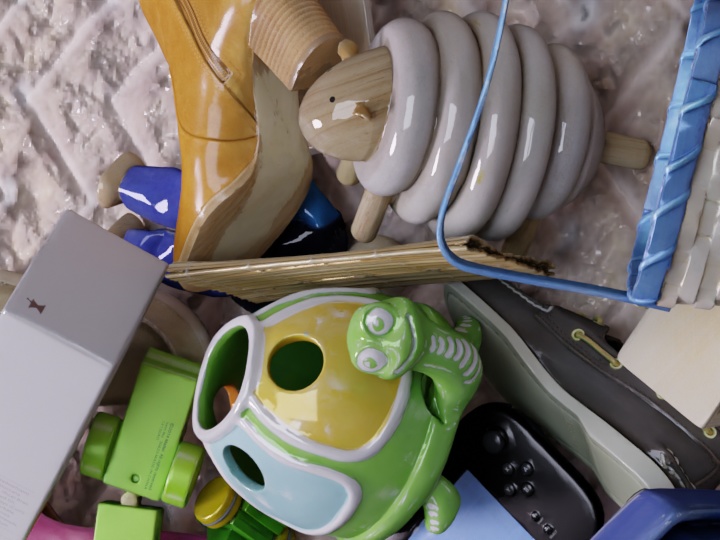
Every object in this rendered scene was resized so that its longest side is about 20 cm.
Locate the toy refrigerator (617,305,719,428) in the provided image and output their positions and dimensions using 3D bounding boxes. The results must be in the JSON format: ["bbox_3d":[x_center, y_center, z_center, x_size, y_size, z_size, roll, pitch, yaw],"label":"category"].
[{"bbox_3d":[0.227,-0.015,1.556,0.070,0.076,0.200,40,109,23],"label":"toy refrigerator"}]

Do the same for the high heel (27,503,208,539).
[{"bbox_3d":[-0.157,0.154,1.792,0.200,0.067,0.096,38,90,32],"label":"high heel"}]

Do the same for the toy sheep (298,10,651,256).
[{"bbox_3d":[0.063,-0.076,1.609,0.138,0.199,0.139,-175,90,-70],"label":"toy sheep"}]

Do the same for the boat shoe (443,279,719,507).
[{"bbox_3d":[0.124,0.062,1.625,0.060,0.072,0.201,-35,55,-15],"label":"boat shoe"}]

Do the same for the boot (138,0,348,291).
[{"bbox_3d":[-0.085,-0.104,1.675,0.144,0.071,0.202,49,128,32],"label":"boot"}]

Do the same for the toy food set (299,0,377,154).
[{"bbox_3d":[-0.035,-0.169,1.722,0.143,0.060,0.201,-13,83,41],"label":"toy food set"}]

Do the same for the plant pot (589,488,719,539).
[{"bbox_3d":[0.185,0.222,1.521,0.200,0.200,0.180,-50,61,21],"label":"plant pot"}]

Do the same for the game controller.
[{"bbox_3d":[0.055,0.167,1.663,0.104,0.042,0.200,50,123,21],"label":"game controller"}]

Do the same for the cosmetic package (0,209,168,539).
[{"bbox_3d":[-0.189,0.074,1.698,0.071,0.102,0.200,28,130,-2],"label":"cosmetic package"}]

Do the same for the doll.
[{"bbox_3d":[-0.062,-0.019,1.732,0.199,0.048,0.137,15,117,27],"label":"doll"}]

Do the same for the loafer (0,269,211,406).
[{"bbox_3d":[-0.173,0.050,1.779,0.199,0.068,0.076,7,124,36],"label":"loafer"}]

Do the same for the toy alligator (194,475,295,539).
[{"bbox_3d":[-0.042,0.105,1.727,0.200,0.059,0.054,-51,32,2],"label":"toy alligator"}]

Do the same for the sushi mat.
[{"bbox_3d":[0.000,0.000,1.628,0.199,0.096,0.012,-5,77,31],"label":"sushi mat"}]

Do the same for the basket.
[{"bbox_3d":[0.150,-0.061,1.464,0.199,0.139,0.177,17,100,-3],"label":"basket"}]

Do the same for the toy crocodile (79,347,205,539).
[{"bbox_3d":[-0.133,0.145,1.718,0.067,0.062,0.201,13,91,2],"label":"toy crocodile"}]

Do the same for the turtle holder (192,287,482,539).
[{"bbox_3d":[-0.010,0.076,1.597,0.185,0.131,0.142,20,92,69],"label":"turtle holder"}]
